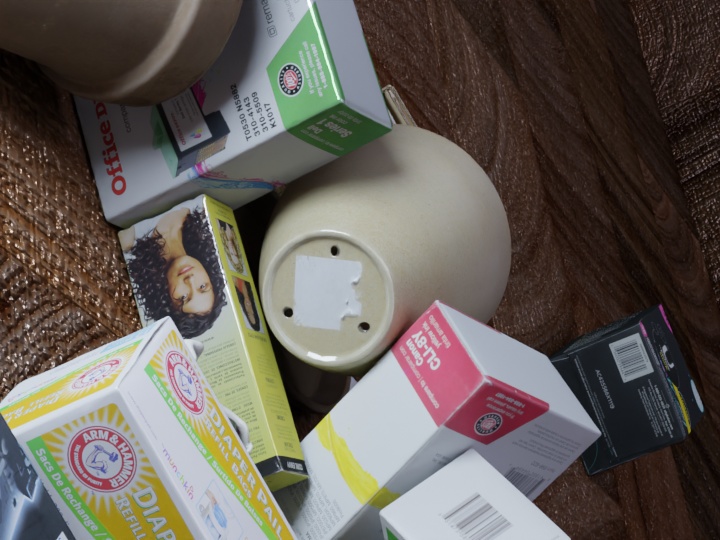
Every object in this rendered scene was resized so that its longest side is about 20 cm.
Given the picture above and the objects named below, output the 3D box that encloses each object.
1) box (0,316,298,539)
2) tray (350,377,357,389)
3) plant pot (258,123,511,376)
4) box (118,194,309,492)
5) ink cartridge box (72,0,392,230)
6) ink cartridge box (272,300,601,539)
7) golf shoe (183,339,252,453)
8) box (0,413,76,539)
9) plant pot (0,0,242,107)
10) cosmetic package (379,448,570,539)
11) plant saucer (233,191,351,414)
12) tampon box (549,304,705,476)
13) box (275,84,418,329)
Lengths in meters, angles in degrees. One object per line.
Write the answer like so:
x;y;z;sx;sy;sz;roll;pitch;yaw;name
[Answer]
-0.117;0.146;1.027;0.201;0.112;0.101;61;19;-13;box
0.014;0.176;1.490;0.107;0.022;0.201;48;26;-42;tray
0.000;0.000;1.304;0.189;0.186;0.200;65;17;-4;plant pot
-0.101;0.056;1.238;0.050;0.075;0.202;25;44;-66;box
-0.096;-0.128;1.268;0.084;0.199;0.146;18;51;-61;ink cartridge box
0.043;0.135;1.259;0.145;0.200;0.084;26;23;-47;ink cartridge box
-0.101;0.138;1.121;0.201;0.087;0.077;64;17;-14;golf shoe
-0.201;0.148;0.900;0.201;0.043;0.160;62;20;-13;box
-0.196;-0.207;1.152;0.174;0.199;0.202;-3;70;-51;plant pot
0.086;0.231;1.217;0.107;0.084;0.201;39;-29;41;cosmetic package
-0.067;0.021;1.438;0.201;0.029;0.201;54;23;-35;plant saucer
0.324;0.141;2.214;0.151;0.125;0.200;68;18;1;tampon box
0.010;-0.040;1.470;0.021;0.200;0.164;-33;92;-35;box
